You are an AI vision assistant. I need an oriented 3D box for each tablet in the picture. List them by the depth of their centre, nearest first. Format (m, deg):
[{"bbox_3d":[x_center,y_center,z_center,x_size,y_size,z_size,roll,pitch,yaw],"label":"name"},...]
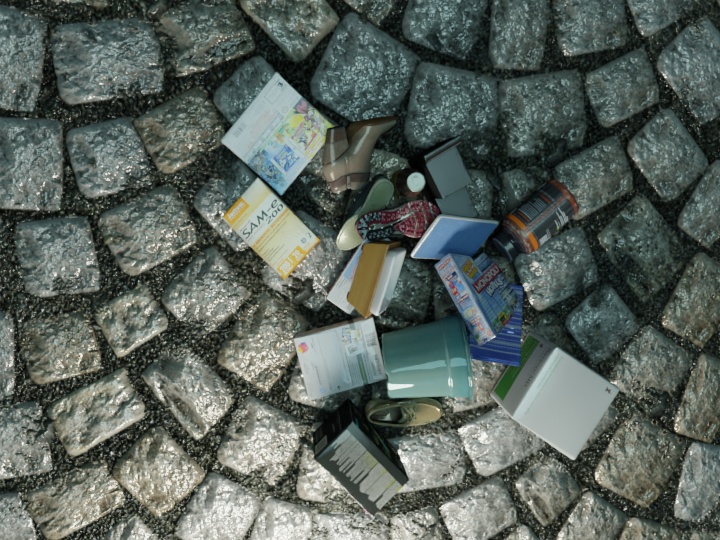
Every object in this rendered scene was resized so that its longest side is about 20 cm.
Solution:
[{"bbox_3d":[0.216,-0.073,1.308,0.197,0.014,0.131,2,136,-37],"label":"tablet"}]

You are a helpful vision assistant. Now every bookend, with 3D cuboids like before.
[{"bbox_3d":[0.203,-0.183,1.277,0.091,0.200,0.202,-28,98,-1],"label":"bookend"}]

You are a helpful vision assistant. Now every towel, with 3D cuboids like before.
[{"bbox_3d":[0.325,0.121,1.376,0.141,0.024,0.205,11,72,-11],"label":"towel"}]

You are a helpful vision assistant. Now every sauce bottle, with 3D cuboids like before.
[{"bbox_3d":[0.106,-0.196,1.265,0.064,0.200,0.068,-1,96,-5],"label":"sauce bottle"}]

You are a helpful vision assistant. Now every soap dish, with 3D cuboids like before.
[{"bbox_3d":[0.038,0.009,1.270,0.080,0.200,0.161,19,98,10],"label":"soap dish"}]

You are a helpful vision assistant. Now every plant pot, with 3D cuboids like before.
[{"bbox_3d":[0.151,0.210,1.336,0.191,0.200,0.205,-8,98,4],"label":"plant pot"}]

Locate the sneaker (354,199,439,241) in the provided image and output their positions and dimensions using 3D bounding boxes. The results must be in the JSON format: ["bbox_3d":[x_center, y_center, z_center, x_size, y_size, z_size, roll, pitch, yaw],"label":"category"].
[{"bbox_3d":[0.083,-0.115,1.279,0.195,0.075,0.083,-6,102,-10],"label":"sneaker"}]

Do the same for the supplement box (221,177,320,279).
[{"bbox_3d":[-0.203,-0.097,1.311,0.200,0.074,0.126,44,91,-9],"label":"supplement box"}]

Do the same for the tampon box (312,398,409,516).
[{"bbox_3d":[-0.003,0.441,1.361,0.126,0.150,0.200,-42,99,0],"label":"tampon box"}]

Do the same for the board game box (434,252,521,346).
[{"bbox_3d":[0.271,0.034,1.312,0.201,0.062,0.199,53,46,3],"label":"board game box"}]

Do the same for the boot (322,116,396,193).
[{"bbox_3d":[0.001,-0.264,1.317,0.196,0.070,0.150,-16,112,-17],"label":"boot"}]

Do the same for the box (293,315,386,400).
[{"bbox_3d":[-0.048,0.209,1.383,0.195,0.041,0.160,-15,98,-4],"label":"box"}]

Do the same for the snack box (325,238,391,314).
[{"bbox_3d":[0.000,0.000,1.368,0.071,0.024,0.202,33,93,-10],"label":"snack box"}]

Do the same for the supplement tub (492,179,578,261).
[{"bbox_3d":[0.408,-0.114,1.353,0.199,0.107,0.108,-40,99,0],"label":"supplement tub"}]

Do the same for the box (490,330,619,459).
[{"bbox_3d":[0.460,0.294,1.377,0.198,0.171,0.201,32,93,-9],"label":"box"}]

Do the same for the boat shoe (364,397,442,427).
[{"bbox_3d":[0.108,0.352,1.403,0.195,0.065,0.074,3,97,-6],"label":"boat shoe"}]

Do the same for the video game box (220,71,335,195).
[{"bbox_3d":[-0.184,-0.307,1.300,0.182,0.047,0.201,41,92,-7],"label":"video game box"}]

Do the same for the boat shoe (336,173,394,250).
[{"bbox_3d":[0.003,-0.140,1.328,0.073,0.067,0.201,16,120,-29],"label":"boat shoe"}]
